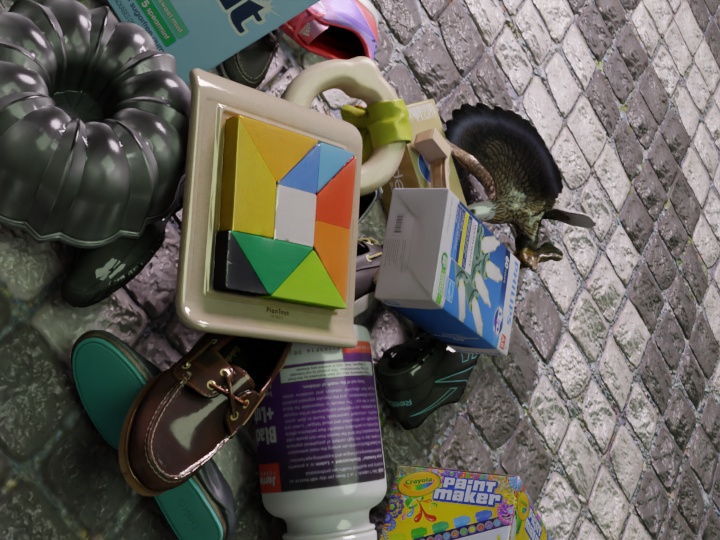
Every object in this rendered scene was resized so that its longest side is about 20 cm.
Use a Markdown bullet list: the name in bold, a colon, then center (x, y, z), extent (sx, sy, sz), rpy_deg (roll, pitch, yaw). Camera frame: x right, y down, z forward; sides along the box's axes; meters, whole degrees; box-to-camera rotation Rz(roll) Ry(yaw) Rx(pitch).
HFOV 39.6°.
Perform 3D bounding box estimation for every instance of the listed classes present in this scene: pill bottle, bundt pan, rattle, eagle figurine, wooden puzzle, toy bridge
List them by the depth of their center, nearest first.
- **bundt pan**: center (-0.212, -0.122, 0.747), extent (0.200, 0.076, 0.203), rpy_deg (15, 56, -23)
- **wooden puzzle**: center (-0.061, -0.045, 0.789), extent (0.184, 0.037, 0.202), rpy_deg (11, 74, -47)
- **pill bottle**: center (-0.036, 0.154, 0.877), extent (0.111, 0.111, 0.202), rpy_deg (4, 75, -46)
- **rattle**: center (-0.061, -0.108, 0.927), extent (0.200, 0.143, 0.131), rpy_deg (-40, 116, -20)
- **toy bridge**: center (0.064, -0.052, 0.998), extent (0.067, 0.027, 0.201), rpy_deg (46, 47, -35)
- **eagle figurine**: center (0.162, -0.096, 1.131), extent (0.151, 0.151, 0.202), rpy_deg (-19, 92, -55)

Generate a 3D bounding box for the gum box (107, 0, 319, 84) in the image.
- **gum box**: center (-0.126, -0.276, 0.852), extent (0.171, 0.199, 0.045), rpy_deg (57, 10, -17)

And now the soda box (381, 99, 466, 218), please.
- **soda box**: center (0.067, -0.078, 1.085), extent (0.064, 0.067, 0.202), rpy_deg (-19, 93, -40)

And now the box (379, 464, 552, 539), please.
- **box**: center (0.098, 0.313, 0.920), extent (0.200, 0.121, 0.194), rpy_deg (59, 39, -47)

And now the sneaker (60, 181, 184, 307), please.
- **sneaker**: center (-0.194, -0.053, 0.809), extent (0.091, 0.076, 0.201), rpy_deg (42, 43, -18)

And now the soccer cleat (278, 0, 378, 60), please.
- **soccer cleat**: center (-0.064, -0.249, 0.920), extent (0.199, 0.068, 0.074), rpy_deg (24, 45, -31)

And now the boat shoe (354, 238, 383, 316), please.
- **boat shoe**: center (0.000, 0.000, 0.979), extent (0.201, 0.071, 0.061), rpy_deg (-31, 102, -57)

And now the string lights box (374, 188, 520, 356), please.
- **string lights box**: center (0.087, 0.007, 0.942), extent (0.200, 0.059, 0.104), rpy_deg (34, 62, -57)

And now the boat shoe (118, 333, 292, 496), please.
- **boat shoe**: center (-0.110, 0.088, 0.759), extent (0.071, 0.070, 0.200), rpy_deg (56, 32, -19)

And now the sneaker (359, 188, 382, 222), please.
- **sneaker**: center (-0.056, -0.046, 0.936), extent (0.200, 0.082, 0.075), rpy_deg (-41, 108, -45)

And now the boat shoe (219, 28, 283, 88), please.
- **boat shoe**: center (-0.097, -0.271, 0.977), extent (0.067, 0.057, 0.202), rpy_deg (25, 61, -40)

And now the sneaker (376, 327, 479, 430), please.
- **sneaker**: center (0.089, 0.093, 1.072), extent (0.200, 0.075, 0.080), rpy_deg (-33, 116, -40)

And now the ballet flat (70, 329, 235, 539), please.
- **ballet flat**: center (-0.159, 0.130, 0.792), extent (0.073, 0.073, 0.201), rpy_deg (-38, 100, -46)
